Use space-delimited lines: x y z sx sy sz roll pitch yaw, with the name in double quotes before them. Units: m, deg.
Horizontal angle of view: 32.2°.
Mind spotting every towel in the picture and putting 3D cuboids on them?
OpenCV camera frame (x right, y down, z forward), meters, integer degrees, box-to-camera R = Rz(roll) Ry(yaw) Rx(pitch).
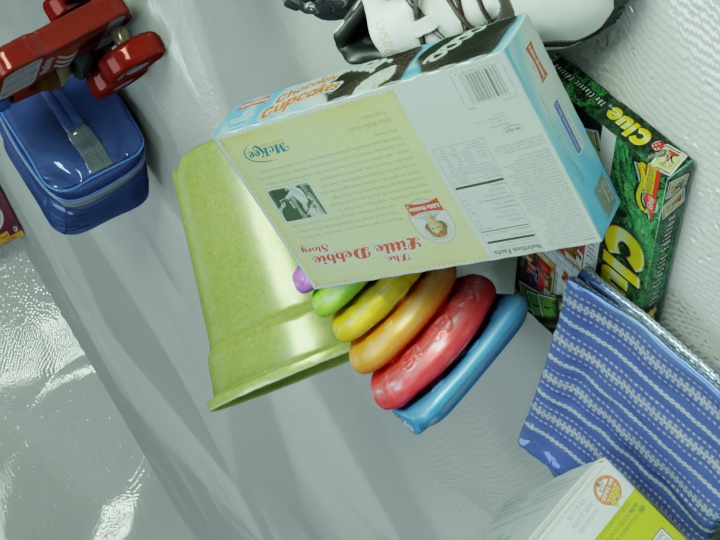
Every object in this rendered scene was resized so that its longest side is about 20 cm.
"towel" 0.163 0.100 0.758 0.145 0.024 0.201 42 153 23

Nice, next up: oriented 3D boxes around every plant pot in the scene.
"plant pot" -0.054 -0.014 0.957 0.186 0.198 0.200 69 160 6

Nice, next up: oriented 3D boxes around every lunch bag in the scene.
"lunch bag" -0.334 -0.161 1.433 0.201 0.135 0.133 54 158 16

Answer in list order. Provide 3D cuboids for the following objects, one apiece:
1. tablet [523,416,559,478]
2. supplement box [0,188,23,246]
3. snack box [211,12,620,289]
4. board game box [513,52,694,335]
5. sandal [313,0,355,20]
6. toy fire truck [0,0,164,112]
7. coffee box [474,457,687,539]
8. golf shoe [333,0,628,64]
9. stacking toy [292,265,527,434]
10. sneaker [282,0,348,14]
"tablet" 0.192 0.183 0.872 0.202 0.014 0.130 60 159 0
"supplement box" -0.778 -0.140 2.513 0.085 0.110 0.202 19 136 58
"snack box" 0.025 -0.055 0.667 0.198 0.037 0.117 -9 124 39
"board game box" 0.133 -0.018 0.720 0.105 0.023 0.201 43 154 32
"sandal" -0.017 -0.238 0.720 0.043 0.075 0.202 -88 -9 -47
"toy fire truck" -0.299 -0.216 1.231 0.113 0.167 0.200 61 159 -7
"coffee box" 0.132 0.275 0.797 0.198 0.200 0.200 43 160 4
"golf shoe" 0.056 -0.134 0.641 0.078 0.094 0.199 64 157 -11
"stacking toy" 0.000 0.000 0.802 0.200 0.110 0.116 44 173 -8
"sneaker" -0.005 -0.211 0.664 0.077 0.080 0.200 35 144 -7
